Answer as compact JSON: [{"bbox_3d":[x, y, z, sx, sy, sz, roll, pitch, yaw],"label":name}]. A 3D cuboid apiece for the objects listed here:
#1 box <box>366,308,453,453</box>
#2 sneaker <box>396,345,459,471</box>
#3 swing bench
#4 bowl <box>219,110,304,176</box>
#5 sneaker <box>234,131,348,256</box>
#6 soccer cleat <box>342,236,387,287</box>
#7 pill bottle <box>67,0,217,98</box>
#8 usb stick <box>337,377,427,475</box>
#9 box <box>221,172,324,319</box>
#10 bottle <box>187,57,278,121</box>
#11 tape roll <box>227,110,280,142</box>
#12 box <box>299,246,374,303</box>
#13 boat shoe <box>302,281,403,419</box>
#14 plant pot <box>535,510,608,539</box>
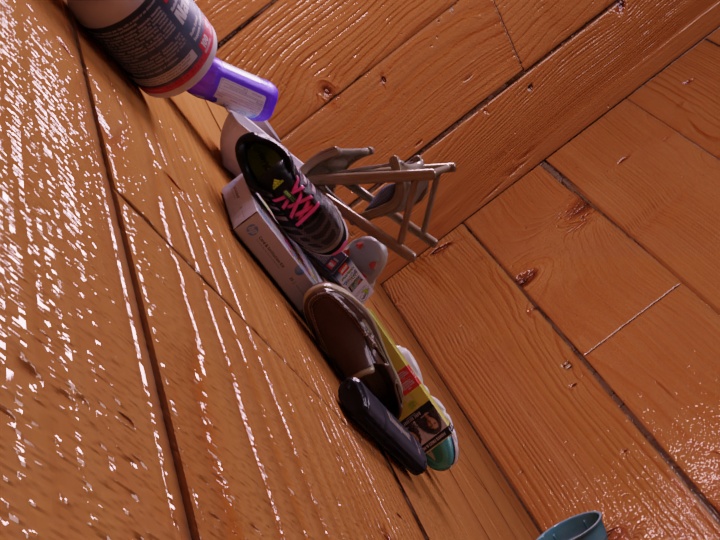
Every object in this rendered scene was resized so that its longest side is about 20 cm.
[{"bbox_3d":[0.041,0.154,1.085,0.202,0.075,0.050,56,3,8],"label":"box"},{"bbox_3d":[0.069,0.207,1.169,0.202,0.077,0.079,57,29,12],"label":"sneaker"},{"bbox_3d":[0.016,-0.109,1.133,0.196,0.132,0.199,16,13,12],"label":"swing bench"},{"bbox_3d":[-0.152,-0.171,1.312,0.199,0.075,0.200,36,8,-16],"label":"bowl"},{"bbox_3d":[-0.094,-0.099,1.008,0.201,0.073,0.087,51,3,8],"label":"sneaker"},{"bbox_3d":[0.000,0.000,1.263,0.070,0.077,0.200,56,-36,13],"label":"soccer cleat"},{"bbox_3d":[-0.260,-0.303,0.910,0.120,0.119,0.200,56,3,33],"label":"pill bottle"},{"bbox_3d":[0.030,0.184,0.928,0.056,0.032,0.200,56,2,41],"label":"usb stick"},{"bbox_3d":[-0.101,-0.018,1.043,0.201,0.041,0.156,53,3,-27],"label":"box"},{"bbox_3d":[-0.223,-0.288,1.213,0.198,0.066,0.083,17,6,-37],"label":"bottle"},{"bbox_3d":[-0.297,-0.409,2.150,0.202,0.066,0.200,54,3,-5],"label":"tape roll"},{"bbox_3d":[-0.073,-0.031,1.195,0.199,0.035,0.110,38,-9,34],"label":"box"},{"bbox_3d":[-0.001,0.104,0.978,0.203,0.074,0.075,54,8,-25],"label":"boat shoe"},{"bbox_3d":[0.572,0.751,2.037,0.199,0.198,0.200,62,4,7],"label":"plant pot"}]
